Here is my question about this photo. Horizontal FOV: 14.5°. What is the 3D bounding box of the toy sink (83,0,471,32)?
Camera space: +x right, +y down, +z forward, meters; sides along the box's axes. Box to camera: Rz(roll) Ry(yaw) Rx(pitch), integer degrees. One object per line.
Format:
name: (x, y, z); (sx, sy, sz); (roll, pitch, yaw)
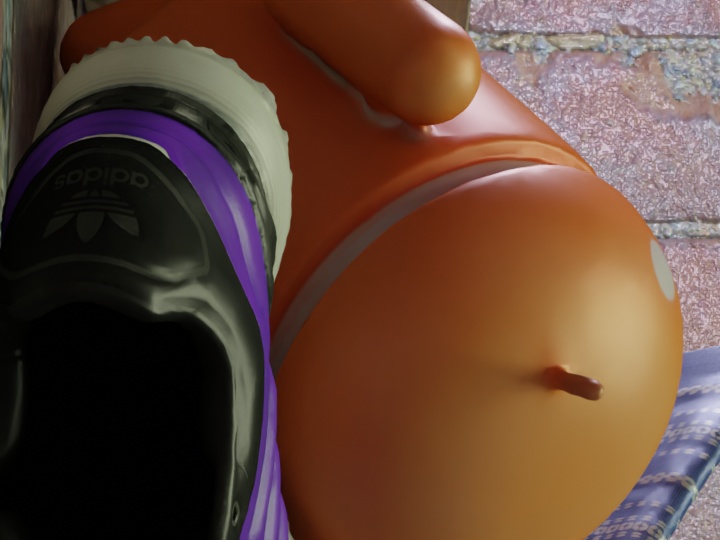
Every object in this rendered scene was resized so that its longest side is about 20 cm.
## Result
toy sink: (-0.023, -0.141, 0.783); (0.200, 0.111, 0.131); (91, 0, -73)

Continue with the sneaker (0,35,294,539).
sneaker: (-0.049, 0.062, 0.588); (0.100, 0.069, 0.201); (-78, 166, -60)

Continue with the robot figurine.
robot figurine: (0.000, 0.001, 0.697); (0.200, 0.116, 0.144); (45, -72, 40)

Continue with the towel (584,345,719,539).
towel: (0.020, 0.088, 0.747); (0.024, 0.144, 0.200); (61, 41, -18)
